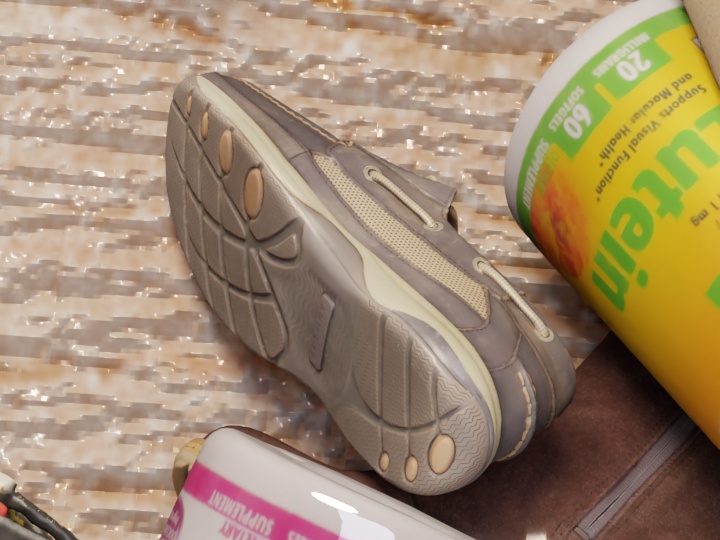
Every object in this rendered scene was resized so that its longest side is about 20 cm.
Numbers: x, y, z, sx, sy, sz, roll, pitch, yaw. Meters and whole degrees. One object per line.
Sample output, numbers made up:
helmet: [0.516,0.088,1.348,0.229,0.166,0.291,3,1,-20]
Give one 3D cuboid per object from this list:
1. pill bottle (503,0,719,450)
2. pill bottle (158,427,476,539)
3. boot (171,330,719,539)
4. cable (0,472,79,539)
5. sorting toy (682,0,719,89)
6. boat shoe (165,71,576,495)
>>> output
pill bottle: [0.145,0.005,0.778,0.111,0.111,0.200,-30,52,-13]
pill bottle: [-0.035,0.160,0.698,0.113,0.113,0.201,24,87,3]
boot: [0.053,0.075,0.822,0.199,0.073,0.167,33,60,9]
cable: [-0.099,0.088,0.778,0.198,0.097,0.051,21,78,1]
sorting toy: [0.203,-0.109,0.753,0.199,0.037,0.186,-22,51,9]
boat shoe: [0.000,0.000,0.815,0.073,0.075,0.200,-12,47,-34]
